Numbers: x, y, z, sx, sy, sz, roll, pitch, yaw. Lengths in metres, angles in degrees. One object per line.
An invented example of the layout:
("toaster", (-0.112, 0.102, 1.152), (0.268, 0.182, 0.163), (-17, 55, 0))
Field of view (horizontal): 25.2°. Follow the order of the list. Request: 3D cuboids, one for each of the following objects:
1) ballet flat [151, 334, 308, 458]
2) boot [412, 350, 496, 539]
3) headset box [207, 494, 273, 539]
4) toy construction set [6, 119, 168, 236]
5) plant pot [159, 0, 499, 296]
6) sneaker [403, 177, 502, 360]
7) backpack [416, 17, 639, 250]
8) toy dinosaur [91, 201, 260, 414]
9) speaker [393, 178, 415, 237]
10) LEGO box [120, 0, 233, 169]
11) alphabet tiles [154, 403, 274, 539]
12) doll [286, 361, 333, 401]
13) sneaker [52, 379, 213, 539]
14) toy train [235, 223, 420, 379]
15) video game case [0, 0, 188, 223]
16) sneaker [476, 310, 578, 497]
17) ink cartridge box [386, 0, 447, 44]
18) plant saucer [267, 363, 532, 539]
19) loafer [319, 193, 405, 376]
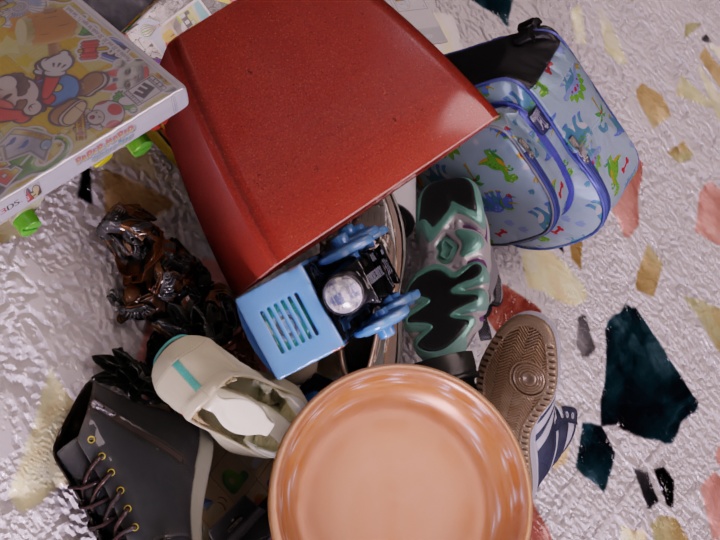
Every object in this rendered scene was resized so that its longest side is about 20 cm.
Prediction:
("ballet flat", (-0.078, 0.104, 1.154), (0.200, 0.069, 0.070), (34, 43, -57))
("boot", (0.074, 0.156, 1.308), (0.211, 0.079, 0.158), (72, 2, -81))
("headset box", (-0.041, 0.258, 1.180), (0.200, 0.075, 0.149), (58, 40, -9))
("toy construction set", (-0.216, -0.094, 1.185), (0.092, 0.131, 0.200), (43, 38, 1))
("plant pot", (-0.048, -0.116, 1.203), (0.200, 0.200, 0.176), (-34, 90, -14))
("sneaker", (0.094, 0.030, 1.442), (0.140, 0.078, 0.200), (67, 26, -46))
("backpack", (0.148, -0.107, 1.520), (0.200, 0.183, 0.147), (46, 56, -24))
("toy dinosaur", (-0.127, 0.036, 1.227), (0.200, 0.102, 0.136), (31, 28, -3))
("speaker", (0.012, -0.125, 1.466), (0.081, 0.081, 0.200), (26, 51, -33))
("LEGO box", (-0.101, -0.148, 1.323), (0.200, 0.077, 0.149), (46, 71, -15))
("alphabet tiles", (-0.106, 0.169, 1.228), (0.166, 0.006, 0.200), (51, 41, -11))
("doll", (-0.013, 0.143, 1.297), (0.200, 0.048, 0.136), (62, 17, 6))
("sneaker", (-0.168, 0.175, 1.110), (0.106, 0.075, 0.200), (29, 39, -26))
("toy train", (-0.023, 0.020, 1.227), (0.087, 0.114, 0.200), (63, 8, -2))
("video game case", (-0.248, -0.125, 1.106), (0.182, 0.023, 0.200), (-35, 56, -22))
("sneaker", (0.151, 0.108, 1.418), (0.108, 0.070, 0.200), (-40, 142, -52))
("ink cartridge box", (-0.039, -0.259, 1.471), (0.200, 0.044, 0.174), (-12, 70, -32))
("plant saucer", (0.027, 0.168, 1.158), (0.200, 0.037, 0.201), (4, 79, -19))
("loafer", (0.000, 0.000, 1.348), (0.063, 0.072, 0.200), (3, 81, -76))
